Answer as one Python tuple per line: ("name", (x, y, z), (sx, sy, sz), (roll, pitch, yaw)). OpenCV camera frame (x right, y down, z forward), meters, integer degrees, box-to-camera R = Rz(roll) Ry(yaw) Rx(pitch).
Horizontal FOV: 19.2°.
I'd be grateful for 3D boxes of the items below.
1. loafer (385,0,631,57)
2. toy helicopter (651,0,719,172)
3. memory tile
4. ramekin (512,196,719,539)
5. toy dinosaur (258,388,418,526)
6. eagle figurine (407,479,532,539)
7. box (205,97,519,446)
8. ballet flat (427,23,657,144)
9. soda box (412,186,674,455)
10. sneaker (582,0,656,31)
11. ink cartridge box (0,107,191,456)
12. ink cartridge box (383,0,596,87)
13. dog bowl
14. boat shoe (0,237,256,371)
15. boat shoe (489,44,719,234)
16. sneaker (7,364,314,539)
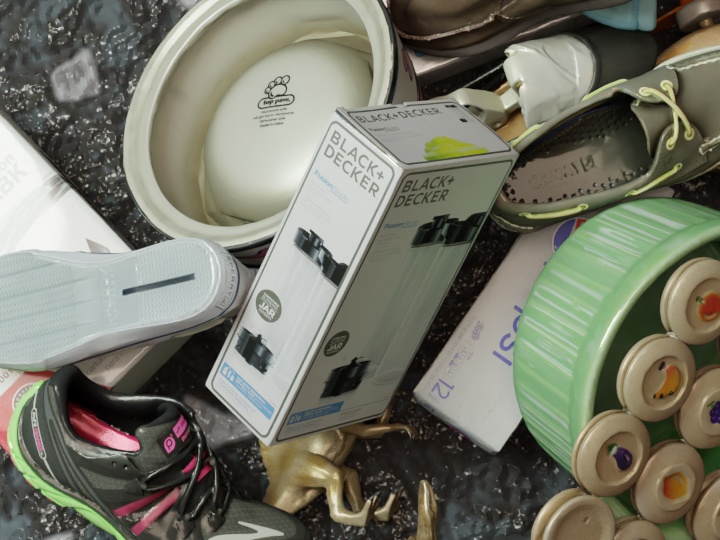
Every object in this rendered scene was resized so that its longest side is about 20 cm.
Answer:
("loafer", (0.085, -0.185, 1.284), (0.199, 0.071, 0.074), (-15, 67, 42))
("toy helicopter", (0.191, -0.127, 1.358), (0.198, 0.079, 0.134), (6, 88, 16))
("memory tile", (0.191, 0.101, 1.223), (0.153, 0.017, 0.201), (29, 91, -35))
("ramekin", (0.187, 0.053, 1.274), (0.199, 0.098, 0.202), (-11, 113, -28))
("toy dinosaur", (-0.026, 0.127, 1.350), (0.101, 0.058, 0.201), (25, 76, 21))
("eagle figurine", (0.118, 0.218, 1.301), (0.198, 0.151, 0.153), (3, 126, -25))
("box", (0.000, 0.000, 1.246), (0.060, 0.116, 0.201), (41, 119, 28))
("ballet flat", (0.092, -0.101, 1.331), (0.199, 0.068, 0.068), (-30, 64, 15))
("soda box", (0.115, 0.017, 1.343), (0.068, 0.063, 0.201), (34, 85, 5))
("sneaker", (0.197, -0.239, 1.327), (0.081, 0.074, 0.201), (26, 88, 8))
("ink cartridge box", (-0.222, 0.008, 1.352), (0.144, 0.084, 0.200), (-44, 82, -3))
("ink cartridge box", (0.083, -0.232, 1.390), (0.199, 0.045, 0.178), (-20, 83, 0))
("dog bowl", (-0.048, -0.090, 1.326), (0.199, 0.074, 0.202), (-16, 58, 27))
("boat shoe", (-0.154, 0.026, 1.271), (0.198, 0.067, 0.074), (-4, 76, 25))
("boat shoe", (0.167, -0.080, 1.276), (0.200, 0.060, 0.073), (-25, 87, 1))
("sneaker", (-0.115, 0.125, 1.254), (0.199, 0.077, 0.084), (29, 129, -4))
